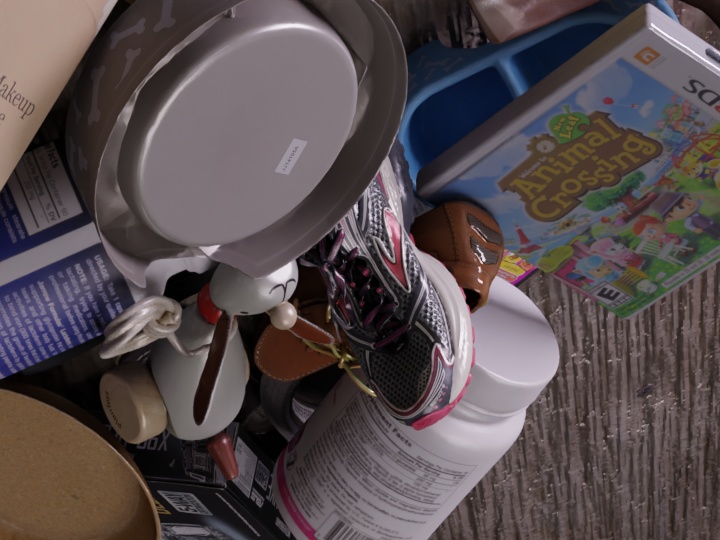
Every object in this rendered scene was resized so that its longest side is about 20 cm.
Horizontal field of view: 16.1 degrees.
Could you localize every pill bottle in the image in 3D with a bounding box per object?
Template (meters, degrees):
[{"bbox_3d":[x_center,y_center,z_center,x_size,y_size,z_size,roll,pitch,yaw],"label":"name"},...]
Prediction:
[{"bbox_3d":[0.036,0.098,1.653,0.113,0.114,0.200,3,138,-39],"label":"pill bottle"},{"bbox_3d":[-0.183,-0.011,1.491,0.199,0.116,0.116,-23,149,-5],"label":"pill bottle"}]

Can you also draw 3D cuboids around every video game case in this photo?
[{"bbox_3d":[0.164,-0.058,1.515,0.181,0.022,0.200,29,135,-29],"label":"video game case"}]

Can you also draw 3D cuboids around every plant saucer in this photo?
[{"bbox_3d":[-0.218,0.136,1.681,0.199,0.036,0.201,13,135,13],"label":"plant saucer"}]

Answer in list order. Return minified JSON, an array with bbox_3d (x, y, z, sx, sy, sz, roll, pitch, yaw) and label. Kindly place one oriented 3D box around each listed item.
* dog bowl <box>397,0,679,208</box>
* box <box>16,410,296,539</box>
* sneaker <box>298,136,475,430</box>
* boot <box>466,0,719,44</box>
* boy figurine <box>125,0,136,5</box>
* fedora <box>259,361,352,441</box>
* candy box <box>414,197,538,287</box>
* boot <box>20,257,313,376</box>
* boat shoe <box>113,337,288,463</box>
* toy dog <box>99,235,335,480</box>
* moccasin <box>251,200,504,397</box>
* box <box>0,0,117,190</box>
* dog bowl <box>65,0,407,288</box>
[{"bbox_3d":[0.104,-0.103,1.558,0.199,0.050,0.112,-25,111,16],"label":"dog bowl"},{"bbox_3d":[-0.127,0.157,1.776,0.157,0.050,0.200,3,156,20],"label":"box"},{"bbox_3d":[0.000,0.000,1.482,0.080,0.201,0.074,-32,161,30],"label":"sneaker"},{"bbox_3d":[0.148,-0.154,1.474,0.199,0.188,0.064,-17,172,-20],"label":"boot"},{"bbox_3d":[-0.080,-0.148,1.411,0.124,0.065,0.199,-42,145,21],"label":"boy figurine"},{"bbox_3d":[0.020,0.050,1.756,0.198,0.091,0.177,-4,141,-18],"label":"fedora"},{"bbox_3d":[0.118,-0.076,1.668,0.200,0.061,0.136,-39,146,20],"label":"candy box"},{"bbox_3d":[-0.127,0.016,1.622,0.199,0.066,0.165,-30,143,2],"label":"boot"},{"bbox_3d":[-0.097,0.087,1.751,0.072,0.065,0.200,-33,148,12],"label":"boat shoe"},{"bbox_3d":[-0.081,0.063,1.526,0.131,0.097,0.200,-32,171,-13],"label":"toy dog"},{"bbox_3d":[0.007,0.028,1.567,0.201,0.078,0.074,-22,136,36],"label":"moccasin"},{"bbox_3d":[-0.213,-0.097,1.289,0.201,0.077,0.095,-59,152,-2],"label":"box"},{"bbox_3d":[-0.071,-0.083,1.378,0.199,0.059,0.201,-25,140,-23],"label":"dog bowl"}]
